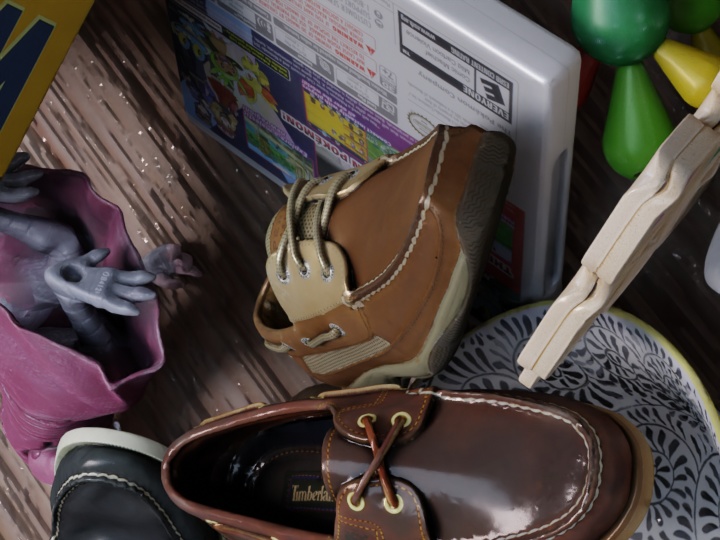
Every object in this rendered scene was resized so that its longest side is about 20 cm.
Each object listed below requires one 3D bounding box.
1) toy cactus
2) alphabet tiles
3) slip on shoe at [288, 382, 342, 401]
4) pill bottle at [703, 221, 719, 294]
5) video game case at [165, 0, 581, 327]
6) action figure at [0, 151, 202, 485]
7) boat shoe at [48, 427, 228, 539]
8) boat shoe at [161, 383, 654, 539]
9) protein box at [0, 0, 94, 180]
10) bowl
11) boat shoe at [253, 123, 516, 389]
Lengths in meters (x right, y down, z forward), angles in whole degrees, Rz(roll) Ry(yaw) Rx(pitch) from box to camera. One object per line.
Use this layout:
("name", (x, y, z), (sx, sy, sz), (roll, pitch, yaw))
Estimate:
("toy cactus", (0.099, -0.138, 0.650), (0.102, 0.165, 0.200), (43, 114, 49))
("alphabet tiles", (0.117, -0.045, 0.615), (0.015, 0.200, 0.196), (37, 137, 9))
("slip on shoe", (-0.033, 0.145, 0.832), (0.076, 0.061, 0.201), (27, 111, 27))
("pill bottle", (0.217, 0.026, 0.621), (0.200, 0.112, 0.113), (37, 116, 22))
("video game case", (-0.002, -0.070, 0.737), (0.200, 0.023, 0.182), (36, 155, 23))
("action figure", (-0.134, 0.050, 0.823), (0.200, 0.148, 0.134), (102, 159, -56))
("boat shoe", (-0.100, 0.138, 0.808), (0.074, 0.066, 0.200), (14, 147, 3))
("boat shoe", (0.009, 0.078, 0.691), (0.200, 0.070, 0.071), (-12, 64, 42))
("protein box", (-0.204, -0.137, 0.702), (0.200, 0.135, 0.199), (34, 98, 45))
("bowl", (0.088, 0.119, 0.713), (0.200, 0.094, 0.201), (-23, 58, 42))
("boat shoe", (0.000, 0.000, 0.697), (0.074, 0.200, 0.076), (20, 67, -6))
